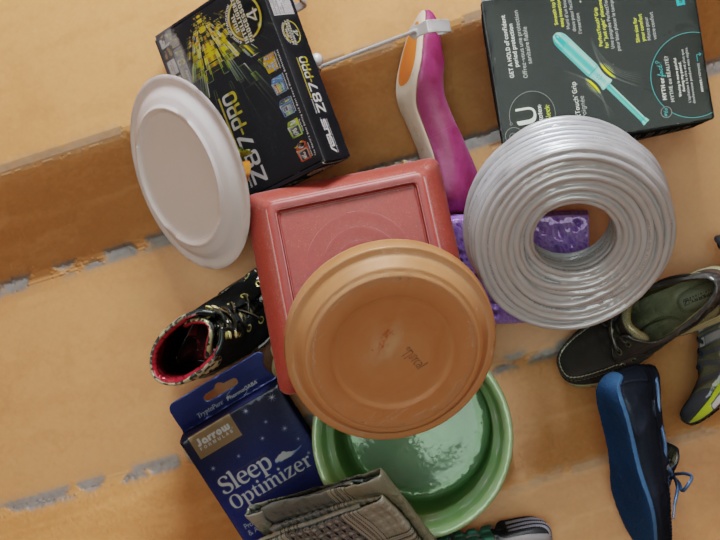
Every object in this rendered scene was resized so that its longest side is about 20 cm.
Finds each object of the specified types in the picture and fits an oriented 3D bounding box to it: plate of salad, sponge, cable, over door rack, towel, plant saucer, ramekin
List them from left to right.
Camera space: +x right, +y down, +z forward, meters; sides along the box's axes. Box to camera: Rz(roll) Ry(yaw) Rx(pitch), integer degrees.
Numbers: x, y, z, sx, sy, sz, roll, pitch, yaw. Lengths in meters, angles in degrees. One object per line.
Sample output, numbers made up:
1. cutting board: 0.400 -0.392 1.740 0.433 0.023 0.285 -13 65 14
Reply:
1. plate of salad: -0.167 -0.100 1.269 0.048 0.200 0.202 -25 87 -37
2. over door rack: -0.023 -0.283 1.255 0.198 0.066 0.150 -13 90 30
3. towel: -0.002 0.291 1.237 0.191 0.035 0.201 -22 111 37
4. plant saucer: 0.000 0.000 1.210 0.197 0.037 0.203 -11 79 -2
5. plant saucer: 0.028 0.069 1.160 0.197 0.032 0.203 -3 116 -7
6. ramekin: 0.054 0.160 1.268 0.197 0.098 0.203 0 91 6
7. sponge: 0.132 -0.002 1.277 0.197 0.030 0.113 -1 107 6
8. cable: 0.194 -0.041 1.179 0.199 0.070 0.200 -34 117 19

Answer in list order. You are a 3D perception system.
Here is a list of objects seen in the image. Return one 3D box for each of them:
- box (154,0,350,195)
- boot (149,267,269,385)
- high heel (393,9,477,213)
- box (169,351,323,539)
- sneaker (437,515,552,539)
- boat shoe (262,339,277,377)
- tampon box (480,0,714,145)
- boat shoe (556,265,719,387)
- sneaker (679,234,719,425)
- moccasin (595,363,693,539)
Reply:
1. box: -0.111 -0.177 1.270 0.160 0.049 0.202 -21 89 41
2. boot: -0.116 0.045 1.256 0.203 0.154 0.074 -37 88 5
3. high heel: 0.088 -0.161 1.284 0.095 0.067 0.203 5 81 -18
4. box: -0.101 0.197 1.298 0.120 0.032 0.201 -30 100 6
5. sneaker: 0.101 0.312 1.281 0.197 0.074 0.089 -10 95 6
6. boat shoe: -0.013 0.033 1.271 0.074 0.075 0.204 30 83 22
7. tampon box: 0.225 -0.198 1.228 0.197 0.126 0.152 -9 91 7
8. boat shoe: 0.271 0.051 1.232 0.200 0.066 0.072 -30 66 25
9. sneaker: 0.357 0.057 1.255 0.080 0.074 0.202 23 91 20
10. moccasin: 0.288 0.188 1.240 0.068 0.080 0.202 -22 115 -20
